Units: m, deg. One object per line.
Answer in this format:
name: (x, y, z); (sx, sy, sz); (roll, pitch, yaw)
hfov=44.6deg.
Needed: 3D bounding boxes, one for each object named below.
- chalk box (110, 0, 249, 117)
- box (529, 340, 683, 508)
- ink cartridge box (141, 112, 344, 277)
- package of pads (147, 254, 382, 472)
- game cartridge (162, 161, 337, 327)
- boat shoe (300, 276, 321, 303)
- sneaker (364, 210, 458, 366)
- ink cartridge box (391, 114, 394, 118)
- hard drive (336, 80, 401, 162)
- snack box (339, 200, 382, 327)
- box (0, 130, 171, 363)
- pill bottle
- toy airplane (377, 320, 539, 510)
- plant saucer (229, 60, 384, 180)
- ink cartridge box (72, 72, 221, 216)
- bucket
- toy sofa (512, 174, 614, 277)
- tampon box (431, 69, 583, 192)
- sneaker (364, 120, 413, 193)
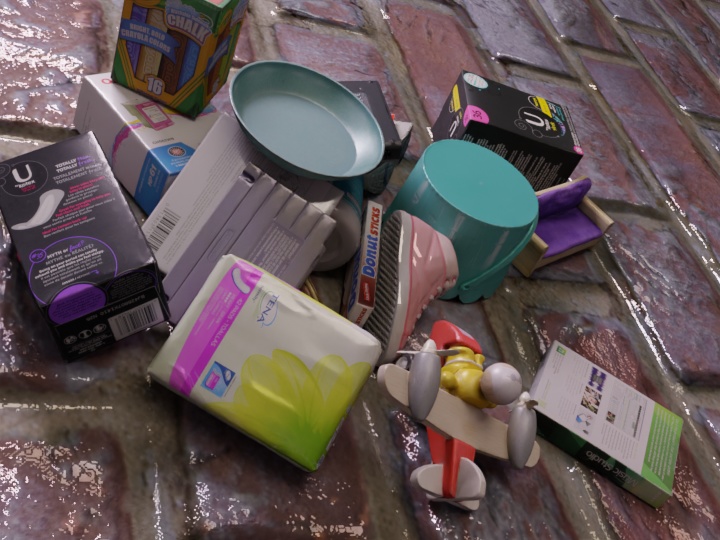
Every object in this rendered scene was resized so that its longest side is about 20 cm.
chalk box: (-0.217, -0.322, 1.097); (0.123, 0.201, 0.125); (25, 38, -1)
box: (0.308, 0.190, 1.113); (0.199, 0.036, 0.144); (31, 39, 6)
ink cartridge box: (-0.142, -0.056, 1.025); (0.173, 0.044, 0.201); (33, 76, -1)
package of pads: (-0.094, 0.092, 0.908); (0.199, 0.068, 0.155); (31, 73, 2)
game cartridge: (-0.128, -0.005, 0.979); (0.129, 0.038, 0.201); (35, 77, -4)
boat shoe: (-0.117, -0.005, 1.059); (0.067, 0.072, 0.200); (-35, 67, -15)
sneaker: (0.070, 0.031, 1.084); (0.104, 0.075, 0.202); (22, 63, -26)
ink cartridge box: (-0.049, -0.244, 1.275); (0.198, 0.051, 0.162); (3, 17, 3)
hard drive: (-0.059, -0.193, 1.141); (0.198, 0.033, 0.140); (-4, 50, -15)
snack box: (0.000, 0.000, 1.108); (0.024, 0.072, 0.201); (20, 40, -12)
box: (-0.294, -0.028, 0.916); (0.121, 0.106, 0.201); (-22, 58, -17)
pill bottle: (-0.051, -0.102, 1.159); (0.110, 0.111, 0.201); (18, 40, -12)
toy airplane: (0.116, 0.155, 0.952); (0.200, 0.141, 0.200); (57, 30, 5)
plant saucer: (-0.067, -0.172, 1.048); (0.198, 0.036, 0.201); (18, 43, -17)
ink cartridge box: (-0.254, -0.171, 1.137); (0.144, 0.085, 0.200); (-22, 58, -43)
bucket: (0.140, -0.074, 1.220); (0.205, 0.135, 0.208); (16, 42, -15)
toy sofa: (0.303, -0.070, 1.341); (0.199, 0.098, 0.083); (-18, 56, -42)
tampon box: (0.233, -0.210, 1.427); (0.198, 0.127, 0.151); (15, 40, -15)
sneaker: (0.017, -0.178, 1.325); (0.086, 0.075, 0.200); (21, 31, 5)
